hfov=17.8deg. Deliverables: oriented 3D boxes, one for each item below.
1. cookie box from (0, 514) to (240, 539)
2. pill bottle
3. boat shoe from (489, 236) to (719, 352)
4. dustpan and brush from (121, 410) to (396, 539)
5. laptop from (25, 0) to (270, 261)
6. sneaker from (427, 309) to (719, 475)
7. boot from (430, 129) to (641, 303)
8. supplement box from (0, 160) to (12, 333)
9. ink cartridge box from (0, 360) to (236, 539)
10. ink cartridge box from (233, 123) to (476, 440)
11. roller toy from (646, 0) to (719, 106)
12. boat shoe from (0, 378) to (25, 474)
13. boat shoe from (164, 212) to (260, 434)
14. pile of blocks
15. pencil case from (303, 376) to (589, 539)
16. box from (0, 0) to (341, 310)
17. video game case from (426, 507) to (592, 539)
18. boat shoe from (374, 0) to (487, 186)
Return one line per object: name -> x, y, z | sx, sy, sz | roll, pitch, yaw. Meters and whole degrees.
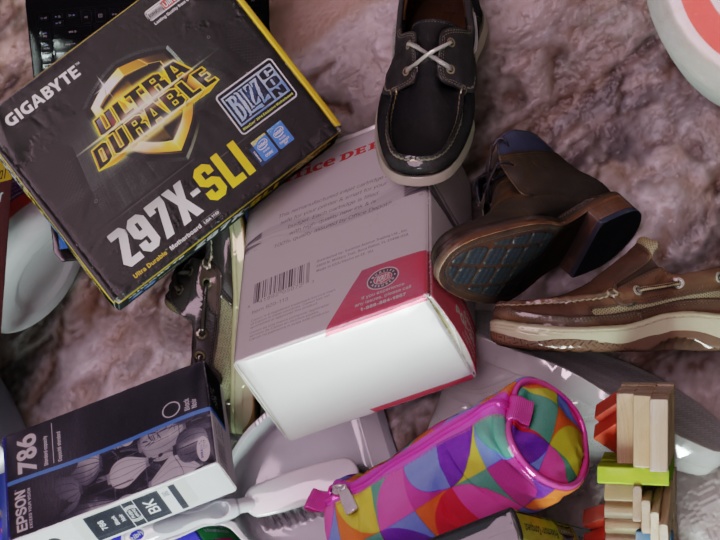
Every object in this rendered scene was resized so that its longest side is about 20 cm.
cookie box -> -0.167, 0.234, 1.647 | 0.171, 0.075, 0.200 | -41, 70, 10
pill bottle -> -0.309, -0.045, 1.725 | 0.199, 0.112, 0.113 | 32, 94, 23
boat shoe -> 0.182, 0.016, 1.513 | 0.201, 0.075, 0.076 | 0, 88, -12
dustpan and brush -> -0.067, 0.161, 1.593 | 0.198, 0.057, 0.141 | -17, 75, -1
laptop -> -0.143, -0.124, 1.637 | 0.176, 0.201, 0.104 | -7, 40, -9
sneaker -> 0.143, 0.117, 1.554 | 0.199, 0.074, 0.116 | 24, 111, 13
boot -> 0.093, -0.038, 1.529 | 0.097, 0.199, 0.075 | 47, 124, 26
supplement box -> -0.356, 0.012, 1.582 | 0.132, 0.197, 0.202 | 16, 109, 28
ink cartridge box -> -0.185, 0.141, 1.587 | 0.199, 0.039, 0.100 | -23, 44, 9
ink cartridge box -> 0.000, 0.000, 1.559 | 0.146, 0.083, 0.201 | -20, 37, 18
roller toy -> 0.280, -0.191, 1.497 | 0.182, 0.140, 0.200 | 42, 96, 11
boat shoe -> -0.327, 0.090, 1.734 | 0.086, 0.075, 0.202 | -41, 68, 11
boat shoe -> -0.107, 0.020, 1.632 | 0.064, 0.073, 0.202 | -5, 95, -3
pile of blocks -> 0.171, 0.160, 1.480 | 0.062, 0.082, 0.201 | 1, 121, 12
pencil case -> 0.057, 0.141, 1.502 | 0.199, 0.088, 0.089 | -32, 71, 37
box -> -0.137, -0.095, 1.575 | 0.200, 0.049, 0.160 | -37, 88, -9
video game case -> 0.043, 0.208, 1.510 | 0.199, 0.181, 0.026 | -24, 72, 17
boat shoe -> 0.045, -0.138, 1.567 | 0.071, 0.068, 0.201 | 1, 46, 12
